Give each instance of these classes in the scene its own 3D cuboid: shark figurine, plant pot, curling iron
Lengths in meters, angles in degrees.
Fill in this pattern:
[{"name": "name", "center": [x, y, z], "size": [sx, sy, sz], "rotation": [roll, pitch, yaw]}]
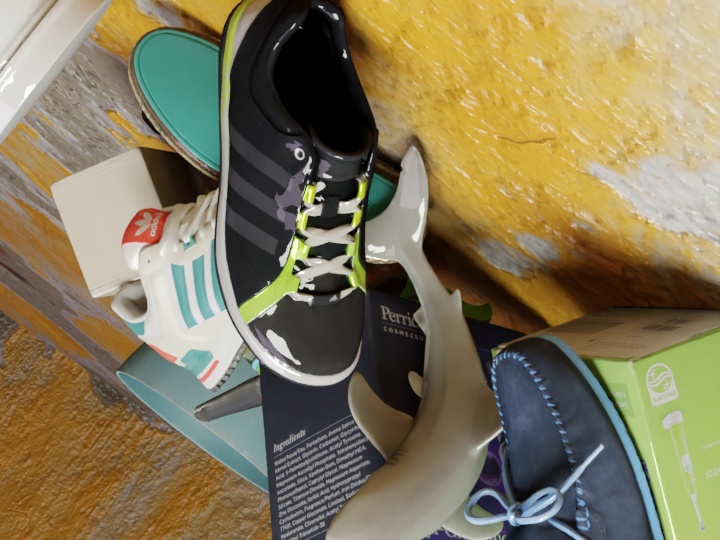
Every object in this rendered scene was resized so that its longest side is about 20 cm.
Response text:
[{"name": "shark figurine", "center": [0.050, 0.053, 0.810], "size": [0.128, 0.216, 0.089], "rotation": [23, 144, -30]}, {"name": "plant pot", "center": [-0.110, 0.102, 1.462], "size": [0.199, 0.135, 0.200], "rotation": [34, 166, 10]}, {"name": "curling iron", "center": [-0.051, 0.085, 1.063], "size": [0.199, 0.026, 0.050], "rotation": [-17, 112, 42]}]

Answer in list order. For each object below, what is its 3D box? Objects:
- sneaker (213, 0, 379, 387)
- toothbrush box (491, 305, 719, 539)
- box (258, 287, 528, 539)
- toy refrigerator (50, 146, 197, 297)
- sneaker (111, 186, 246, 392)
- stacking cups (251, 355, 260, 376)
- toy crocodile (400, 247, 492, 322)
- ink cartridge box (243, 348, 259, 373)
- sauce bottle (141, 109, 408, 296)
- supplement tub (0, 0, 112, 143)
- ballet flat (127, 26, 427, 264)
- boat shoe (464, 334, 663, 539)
[{"name": "sneaker", "center": [-0.029, -0.040, 0.739], "size": [0.083, 0.071, 0.202], "rotation": [5, 105, 63]}, {"name": "toothbrush box", "center": [0.155, 0.125, 0.785], "size": [0.145, 0.086, 0.202], "rotation": [177, 78, -69]}, {"name": "box", "center": [0.033, 0.130, 0.891], "size": [0.147, 0.201, 0.104], "rotation": [15, 147, -38]}, {"name": "toy refrigerator", "center": [-0.135, -0.031, 1.035], "size": [0.200, 0.070, 0.076], "rotation": [-15, -97, -82]}, {"name": "sneaker", "center": [-0.086, -0.011, 0.867], "size": [0.093, 0.071, 0.200], "rotation": [29, 140, -3]}, {"name": "stacking cups", "center": [-0.047, 0.035, 0.999], "size": [0.061, 0.060, 0.201], "rotation": [84, 168, -72]}, {"name": "toy crocodile", "center": [0.000, 0.000, 1.023], "size": [0.199, 0.062, 0.068], "rotation": [27, 122, 38]}, {"name": "ink cartridge box", "center": [-0.019, 0.053, 1.138], "size": [0.059, 0.104, 0.200], "rotation": [23, 161, 42]}, {"name": "sauce bottle", "center": [-0.057, -0.045, 0.964], "size": [0.200, 0.066, 0.066], "rotation": [47, 170, 19]}, {"name": "supplement tub", "center": [-0.251, -0.174, 0.872], "size": [0.200, 0.145, 0.144], "rotation": [39, 166, -10]}, {"name": "ballet flat", "center": [-0.049, -0.067, 0.902], "size": [0.200, 0.071, 0.065], "rotation": [38, 177, 5]}, {"name": "boat shoe", "center": [0.098, 0.128, 0.715], "size": [0.084, 0.068, 0.201], "rotation": [127, 125, -64]}]
